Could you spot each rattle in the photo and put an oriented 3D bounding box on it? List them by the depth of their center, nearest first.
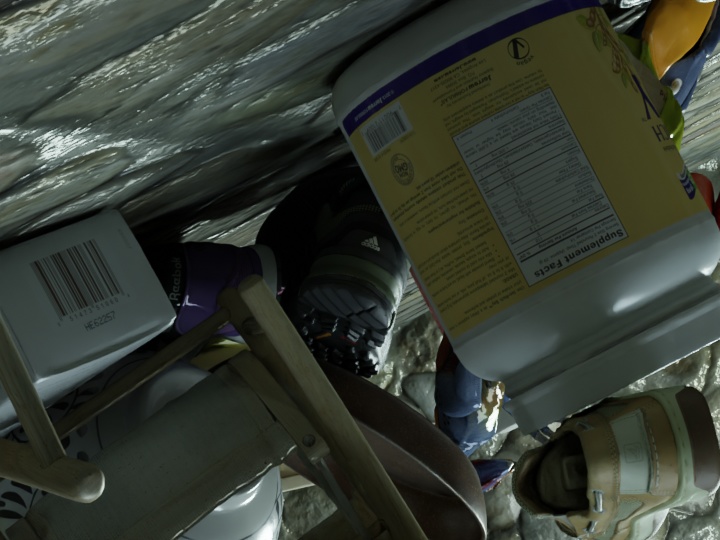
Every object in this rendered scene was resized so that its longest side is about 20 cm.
[{"bbox_3d":[0.094,-0.117,1.215,0.200,0.143,0.130,-11,155,44],"label":"rattle"}]

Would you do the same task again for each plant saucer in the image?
[{"bbox_3d":[-0.003,0.104,1.300,0.034,0.200,0.200,-58,-175,-19],"label":"plant saucer"}]

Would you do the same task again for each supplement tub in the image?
[{"bbox_3d":[0.089,-0.034,1.046,0.145,0.200,0.145,-27,175,-2],"label":"supplement tub"}]

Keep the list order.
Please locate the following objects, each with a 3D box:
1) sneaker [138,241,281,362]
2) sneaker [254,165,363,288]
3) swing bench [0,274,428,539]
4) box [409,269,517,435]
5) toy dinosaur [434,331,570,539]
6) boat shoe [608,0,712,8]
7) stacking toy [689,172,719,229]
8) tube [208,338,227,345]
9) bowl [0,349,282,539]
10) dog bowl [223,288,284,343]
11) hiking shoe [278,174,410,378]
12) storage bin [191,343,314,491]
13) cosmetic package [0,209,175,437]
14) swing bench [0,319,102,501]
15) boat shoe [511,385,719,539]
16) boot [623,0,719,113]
[{"bbox_3d":[-0.127,0.013,1.276,0.088,0.076,0.200,8,166,-26],"label":"sneaker"},{"bbox_3d":[0.033,-0.045,1.359,0.200,0.084,0.121,-29,165,6],"label":"sneaker"},{"bbox_3d":[-0.084,0.140,1.108,0.199,0.200,0.130,-35,-177,-10],"label":"swing bench"},{"bbox_3d":[0.111,-0.003,1.470,0.128,0.200,0.109,-28,174,12],"label":"box"},{"bbox_3d":[0.079,0.082,1.370,0.105,0.200,0.181,-23,171,-31],"label":"toy dinosaur"},{"bbox_3d":[0.169,-0.159,0.997,0.076,0.060,0.200,-25,175,-20],"label":"boat shoe"},{"bbox_3d":[0.142,-0.026,1.145,0.200,0.085,0.085,0,-178,14],"label":"stacking toy"},{"bbox_3d":[-0.136,0.038,1.479,0.200,0.052,0.058,-15,145,-57],"label":"tube"},{"bbox_3d":[-0.115,0.116,1.233,0.201,0.201,0.094,-21,162,-50],"label":"bowl"},{"bbox_3d":[-0.058,0.031,1.670,0.200,0.074,0.200,-27,174,-3],"label":"dog bowl"},{"bbox_3d":[0.000,0.000,1.230,0.200,0.076,0.101,138,-24,-75],"label":"hiking shoe"},{"bbox_3d":[-0.148,0.109,1.440,0.200,0.094,0.199,-9,-177,-39],"label":"storage bin"},{"bbox_3d":[-0.198,0.048,1.111,0.102,0.074,0.200,-23,173,-44],"label":"cosmetic package"},{"bbox_3d":[-0.248,0.085,0.864,0.199,0.130,0.200,-25,180,-33],"label":"swing bench"},{"bbox_3d":[0.108,0.096,1.016,0.076,0.072,0.200,-11,164,-10],"label":"boat shoe"},{"bbox_3d":[0.153,-0.092,1.259,0.200,0.073,0.090,-59,177,-30],"label":"boot"}]
